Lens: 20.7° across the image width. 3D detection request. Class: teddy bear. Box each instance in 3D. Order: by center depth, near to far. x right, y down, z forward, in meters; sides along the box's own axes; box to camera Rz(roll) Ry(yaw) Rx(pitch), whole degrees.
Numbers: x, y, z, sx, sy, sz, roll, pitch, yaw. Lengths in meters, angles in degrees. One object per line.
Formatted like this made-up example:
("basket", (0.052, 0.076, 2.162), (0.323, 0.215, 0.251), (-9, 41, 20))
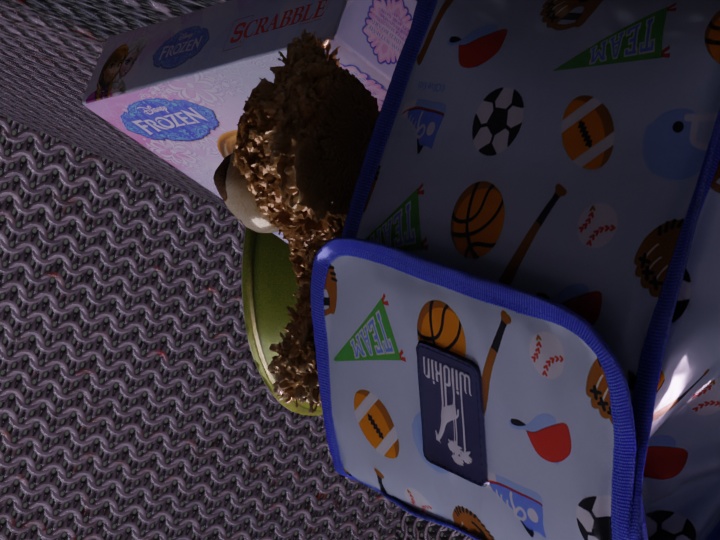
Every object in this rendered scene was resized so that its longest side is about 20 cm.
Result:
("teddy bear", (0.000, 0.000, 0.808), (0.066, 0.146, 0.200), (-1, 156, 33))

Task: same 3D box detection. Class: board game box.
("board game box", (0.002, -0.057, 0.920), (0.199, 0.041, 0.199), (34, 155, -31))

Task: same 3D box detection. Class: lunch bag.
("lunch bag", (0.076, 0.002, 0.699), (0.123, 0.202, 0.169), (21, 178, -41))

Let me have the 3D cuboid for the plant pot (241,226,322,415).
("plant pot", (0.058, 0.001, 1.245), (0.191, 0.203, 0.200), (4, 171, 28))
